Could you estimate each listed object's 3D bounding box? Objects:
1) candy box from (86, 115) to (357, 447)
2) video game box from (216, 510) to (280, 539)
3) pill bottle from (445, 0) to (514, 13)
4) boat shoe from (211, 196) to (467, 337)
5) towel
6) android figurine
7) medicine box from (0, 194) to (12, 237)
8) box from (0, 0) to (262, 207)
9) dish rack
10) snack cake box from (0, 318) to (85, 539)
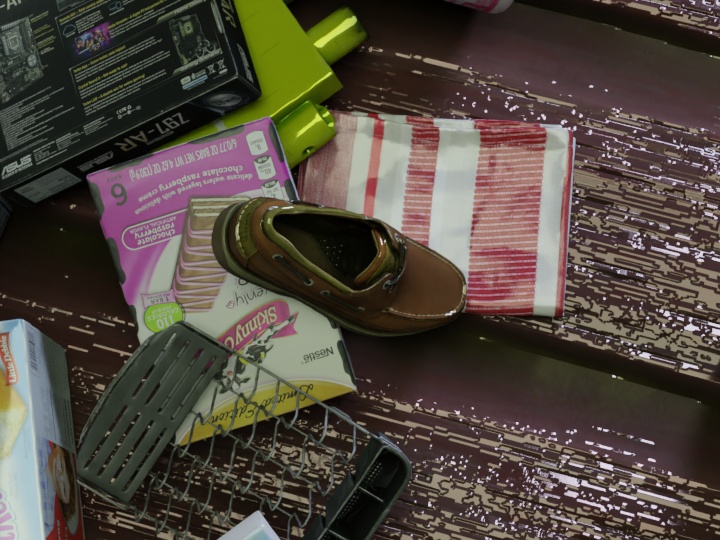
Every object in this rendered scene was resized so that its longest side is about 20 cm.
[{"bbox_3d":[-0.095,0.007,1.290,0.136,0.061,0.200,-18,94,0],"label":"candy box"},{"bbox_3d":[-0.094,0.290,1.224,0.200,0.047,0.182,-36,103,-1],"label":"video game box"},{"bbox_3d":[0.022,-0.260,1.314,0.200,0.113,0.113,13,78,-12],"label":"pill bottle"},{"bbox_3d":[0.000,0.000,1.240,0.200,0.068,0.072,13,75,-33],"label":"boat shoe"},{"bbox_3d":[0.052,-0.042,1.338,0.200,0.023,0.144,4,78,5],"label":"towel"},{"bbox_3d":[-0.097,-0.146,1.352,0.200,0.041,0.182,-37,70,4],"label":"android figurine"},{"bbox_3d":[-0.338,0.000,1.264,0.103,0.200,0.182,19,79,8],"label":"medicine box"},{"bbox_3d":[-0.186,-0.158,1.333,0.200,0.044,0.160,-25,67,14],"label":"box"},{"bbox_3d":[-0.085,0.133,1.247,0.200,0.055,0.153,32,100,-12],"label":"dish rack"},{"bbox_3d":[-0.238,0.143,1.269,0.067,0.115,0.200,-9,76,3],"label":"snack cake box"}]
